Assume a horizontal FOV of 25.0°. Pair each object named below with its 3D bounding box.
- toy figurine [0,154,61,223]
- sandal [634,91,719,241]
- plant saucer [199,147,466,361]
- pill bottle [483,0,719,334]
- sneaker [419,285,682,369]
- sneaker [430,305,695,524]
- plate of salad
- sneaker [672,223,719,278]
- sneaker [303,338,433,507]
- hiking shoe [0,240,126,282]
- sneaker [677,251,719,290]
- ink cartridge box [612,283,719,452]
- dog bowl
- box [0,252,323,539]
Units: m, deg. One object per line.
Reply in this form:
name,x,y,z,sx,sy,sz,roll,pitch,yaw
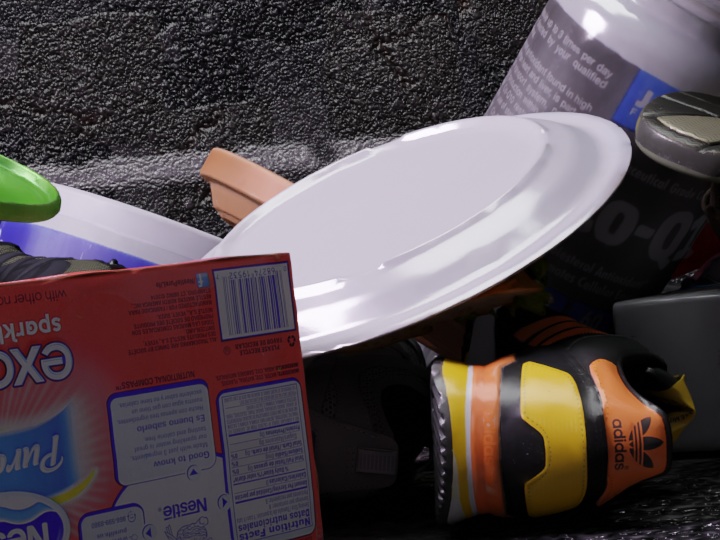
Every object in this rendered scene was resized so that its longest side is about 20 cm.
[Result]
toy figurine,-0.225,0.033,0.573,0.199,0.185,0.150,12,15,-33
sandal,0.181,-0.023,0.665,0.200,0.058,0.080,16,14,-47
plant saucer,0.000,0.000,0.858,0.199,0.032,0.200,31,-4,2
pill bottle,0.118,-0.066,0.731,0.113,0.201,0.114,24,24,-11
sneaker,0.120,0.027,0.990,0.198,0.075,0.089,-5,35,-14
sneaker,0.081,0.053,0.611,0.089,0.071,0.200,-1,6,12
plate of salad,0.015,-0.008,0.639,0.199,0.048,0.200,-22,20,8
sneaker,0.129,-0.004,0.857,0.085,0.077,0.200,-45,4,-27
sneaker,0.003,0.066,0.669,0.081,0.075,0.200,8,11,14
hiking shoe,-0.140,0.027,0.713,0.100,0.076,0.200,5,10,-23
sneaker,0.169,0.031,0.817,0.199,0.083,0.070,-7,0,27
ink cartridge box,0.221,0.033,0.679,0.199,0.067,0.116,-7,0,31
dog bowl,-0.101,0.025,0.858,0.199,0.079,0.200,20,-6,2
box,-0.119,0.056,0.496,0.199,0.103,0.094,-8,1,-38
